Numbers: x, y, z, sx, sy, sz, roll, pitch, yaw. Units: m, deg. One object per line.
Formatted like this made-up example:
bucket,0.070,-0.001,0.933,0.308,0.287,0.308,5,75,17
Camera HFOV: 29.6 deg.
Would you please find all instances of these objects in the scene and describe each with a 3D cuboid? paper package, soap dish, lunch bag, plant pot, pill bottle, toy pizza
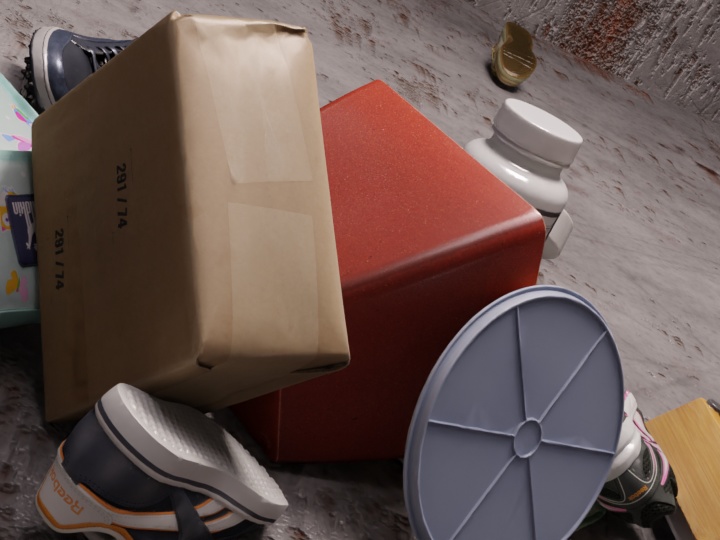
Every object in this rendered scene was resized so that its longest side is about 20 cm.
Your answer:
paper package,-0.108,-0.022,0.804,0.103,0.191,0.200,3,73,-39
soap dish,0.315,0.194,1.072,0.157,0.081,0.200,32,17,-15
lunch bag,-0.258,-0.040,0.878,0.200,0.122,0.170,45,23,21
plant pot,-0.016,0.016,0.936,0.176,0.200,0.200,-19,44,-27
pill bottle,0.126,-0.055,1.281,0.111,0.200,0.111,24,19,-9
toy pizza,0.099,0.105,0.891,0.200,0.200,0.032,9,6,-41

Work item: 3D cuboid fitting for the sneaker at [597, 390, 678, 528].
sneaker,0.203,0.156,1.060,0.086,0.080,0.200,51,13,5

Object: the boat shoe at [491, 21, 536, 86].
boat shoe,0.265,-0.366,2.398,0.074,0.066,0.200,27,33,-6

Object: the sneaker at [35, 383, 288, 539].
sneaker,-0.111,0.120,0.758,0.078,0.079,0.200,46,2,27

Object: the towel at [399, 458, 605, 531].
towel,0.078,0.132,1.029,0.200,0.023,0.152,38,22,26

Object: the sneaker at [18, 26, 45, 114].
sneaker,-0.265,-0.168,1.248,0.090,0.067,0.200,19,20,-17

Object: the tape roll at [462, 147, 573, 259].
tape roll,0.127,-0.074,1.436,0.203,0.037,0.203,27,-8,4

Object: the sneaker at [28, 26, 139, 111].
sneaker,-0.181,-0.172,1.135,0.146,0.077,0.202,-6,6,10
